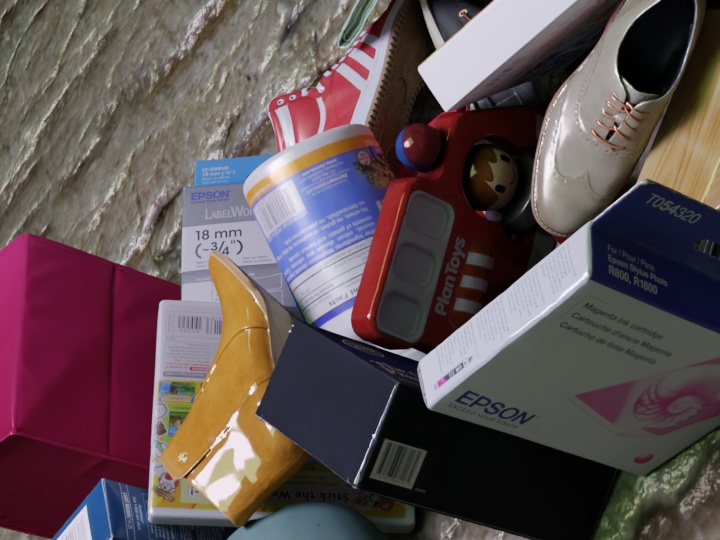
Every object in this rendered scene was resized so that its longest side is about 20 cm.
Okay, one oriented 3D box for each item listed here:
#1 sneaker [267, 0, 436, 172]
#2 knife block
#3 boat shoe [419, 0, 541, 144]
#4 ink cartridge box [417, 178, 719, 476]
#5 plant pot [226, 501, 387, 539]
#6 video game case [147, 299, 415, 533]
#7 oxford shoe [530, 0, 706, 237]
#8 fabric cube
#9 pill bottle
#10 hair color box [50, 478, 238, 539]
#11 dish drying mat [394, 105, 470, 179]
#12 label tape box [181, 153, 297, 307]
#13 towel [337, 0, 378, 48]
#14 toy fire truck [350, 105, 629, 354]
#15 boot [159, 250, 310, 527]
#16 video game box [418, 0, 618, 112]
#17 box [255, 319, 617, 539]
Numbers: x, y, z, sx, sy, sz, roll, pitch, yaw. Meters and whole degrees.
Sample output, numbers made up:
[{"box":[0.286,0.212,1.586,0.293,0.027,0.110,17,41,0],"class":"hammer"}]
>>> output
[{"box":[-0.007,-0.154,1.545,0.112,0.071,0.200,-4,51,34],"class":"sneaker"},{"box":[0.218,-0.048,1.227,0.176,0.064,0.200,-38,44,36],"class":"knife block"},{"box":[0.093,-0.174,1.475,0.063,0.074,0.201,-28,36,6],"class":"boat shoe"},{"box":[0.171,0.044,1.123,0.200,0.196,0.043,-41,44,35],"class":"ink cartridge box"},{"box":[-0.020,0.271,1.283,0.200,0.200,0.196,-59,28,14],"class":"plant pot"},{"box":[-0.059,0.111,1.423,0.023,0.200,0.182,105,167,-60],"class":"video game case"},{"box":[0.166,-0.109,1.222,0.074,0.071,0.200,-74,6,-73],"class":"oxford shoe"},{"box":[-0.280,0.116,1.708,0.196,0.200,0.200,-33,49,40],"class":"fabric cube"},{"box":[0.000,0.000,1.407,0.112,0.112,0.200,-34,79,40],"class":"pill bottle"},{"box":[-0.136,0.234,1.439,0.100,0.200,0.061,-49,39,29],"class":"hair color box"},{"box":[0.049,-0.078,1.447,0.200,0.018,0.077,147,141,-75],"class":"dish drying mat"},{"box":[-0.076,-0.031,1.556,0.063,0.144,0.200,81,-174,-59],"class":"label tape box"},{"box":[0.056,-0.283,1.503,0.200,0.023,0.153,-57,1,-33],"class":"towel"},{"box":[0.085,-0.025,1.304,0.112,0.168,0.200,1,72,54],"class":"toy fire truck"},{"box":[-0.102,0.085,1.374,0.144,0.071,0.201,-46,47,3],"class":"boot"},{"box":[0.160,-0.198,1.301,0.200,0.182,0.047,-39,80,36],"class":"video game box"},{"box":[0.052,0.111,1.246,0.141,0.200,0.079,23,93,56],"class":"box"}]
